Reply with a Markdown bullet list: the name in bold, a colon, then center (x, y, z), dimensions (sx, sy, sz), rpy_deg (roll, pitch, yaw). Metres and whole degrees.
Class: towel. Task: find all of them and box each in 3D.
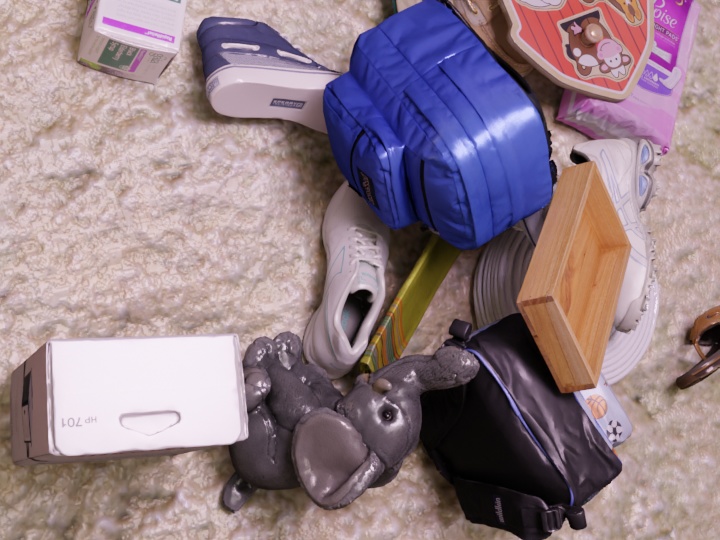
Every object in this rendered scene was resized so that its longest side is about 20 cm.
- **towel**: center (0.053, 0.028, 1.091), dimensions (0.018, 0.086, 0.201), rpy_deg (23, 64, 16)

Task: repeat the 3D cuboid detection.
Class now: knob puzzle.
- **knob puzzle**: center (0.237, -0.272, 1.193), dimensions (0.218, 0.030, 0.222), rpy_deg (5, 76, -22)

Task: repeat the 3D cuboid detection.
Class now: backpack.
- **backpack**: center (0.073, -0.113, 1.033), dimensions (0.167, 0.163, 0.200), rpy_deg (-34, 53, -8)
- **backpack**: center (0.136, 0.137, 1.043), dimensions (0.153, 0.190, 0.201), rpy_deg (-24, 82, -32)

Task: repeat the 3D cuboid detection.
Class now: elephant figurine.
- **elephant figurine**: center (-0.013, 0.137, 0.968), dimensions (0.199, 0.156, 0.142), rpy_deg (16, 46, 25)

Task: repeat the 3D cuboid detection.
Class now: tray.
- **tray**: center (0.189, 0.001, 0.994), dimensions (0.099, 0.037, 0.200), rpy_deg (60, 36, -26)

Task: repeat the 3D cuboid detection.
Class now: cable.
- **cable**: center (0.213, 0.032, 1.169), dimensions (0.198, 0.069, 0.202), rpy_deg (4, 76, -23)

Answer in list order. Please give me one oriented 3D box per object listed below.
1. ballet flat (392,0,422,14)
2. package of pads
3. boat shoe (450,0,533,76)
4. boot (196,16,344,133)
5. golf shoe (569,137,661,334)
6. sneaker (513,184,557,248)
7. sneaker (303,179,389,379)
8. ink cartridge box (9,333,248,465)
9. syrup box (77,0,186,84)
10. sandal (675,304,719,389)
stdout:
- **ballet flat**: center (0.062, -0.245, 1.162), dimensions (0.069, 0.069, 0.202), rpy_deg (2, 77, -24)
- **package of pads**: center (0.301, -0.230, 1.268), dimensions (0.120, 0.076, 0.201), rpy_deg (26, 68, -19)
- **boat shoe**: center (0.131, -0.299, 1.211), dimensions (0.074, 0.069, 0.201), rpy_deg (-36, 93, -27)
- **boot**: center (-0.060, -0.193, 1.103), dimensions (0.199, 0.073, 0.091), rpy_deg (6, 56, -34)
- **golf shoe**: center (0.242, -0.036, 1.132), dimensions (0.096, 0.078, 0.202), rpy_deg (6, 70, -2)
- **sneaker**: center (0.152, -0.072, 1.127), dimensions (0.073, 0.071, 0.201), rpy_deg (26, 32, -35)
- **sneaker**: center (0.000, 0.000, 1.076), dimensions (0.070, 0.080, 0.202), rpy_deg (14, 71, -18)
- **ink cartridge box**: center (-0.188, 0.105, 0.898), dimensions (0.145, 0.200, 0.087), rpy_deg (0, 78, -24)
- **syrup box**: center (-0.200, -0.284, 1.053), dimensions (0.081, 0.079, 0.202), rpy_deg (13, 73, -21)
- **sandal**: center (0.396, 0.058, 1.243), dimensions (0.055, 0.082, 0.200), rpy_deg (43, 65, 9)
